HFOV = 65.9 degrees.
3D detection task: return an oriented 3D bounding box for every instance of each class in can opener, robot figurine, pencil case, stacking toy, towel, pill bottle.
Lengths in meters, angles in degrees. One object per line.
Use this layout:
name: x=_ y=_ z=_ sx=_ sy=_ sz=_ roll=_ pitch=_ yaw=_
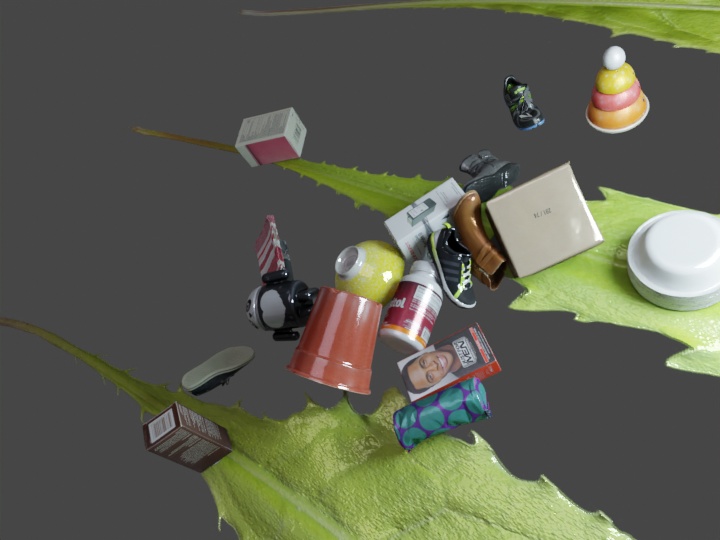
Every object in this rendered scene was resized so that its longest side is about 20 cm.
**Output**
can opener: x=-0.227 y=-0.018 z=1.558 sx=0.053 sy=0.067 sz=0.202 roll=-26 pitch=48 yaw=10
robot figurine: x=-0.200 y=0.092 z=1.435 sx=0.197 sy=0.125 sz=0.152 roll=-8 pitch=56 yaw=22
pencil case: x=0.167 y=0.296 z=1.138 sx=0.198 sy=0.093 sz=0.085 roll=-25 pitch=18 yaw=12
stacking toy: x=0.607 y=-0.442 z=1.320 sx=0.144 sy=0.200 sz=0.148 roll=-13 pitch=55 yaw=19
towel: x=-0.259 y=-0.038 z=1.561 sx=0.145 sy=0.022 sz=0.202 roll=-58 pitch=39 yaw=41
pill bottle: x=0.125 y=0.085 z=1.281 sx=0.112 sy=0.113 sz=0.202 roll=10 pitch=64 yaw=32

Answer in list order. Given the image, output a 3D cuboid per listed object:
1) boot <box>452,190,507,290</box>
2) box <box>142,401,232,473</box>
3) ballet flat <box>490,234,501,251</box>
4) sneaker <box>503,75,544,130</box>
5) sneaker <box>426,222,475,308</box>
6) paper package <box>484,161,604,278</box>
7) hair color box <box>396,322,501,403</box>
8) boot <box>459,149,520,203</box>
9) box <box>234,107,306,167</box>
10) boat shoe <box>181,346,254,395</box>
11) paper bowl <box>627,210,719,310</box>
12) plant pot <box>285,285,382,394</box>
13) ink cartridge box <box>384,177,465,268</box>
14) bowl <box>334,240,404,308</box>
boot: x=0.277 y=-0.067 z=1.257 sx=0.073 sy=0.202 sz=0.155 roll=-20 pitch=43 yaw=-15
box: x=-0.398 y=0.391 z=1.292 sx=0.099 sy=0.201 sz=0.075 roll=-34 pitch=48 yaw=2
ballet flat: x=0.386 y=-0.116 z=1.309 sx=0.198 sy=0.064 sz=0.068 roll=-30 pitch=48 yaw=7
sneaker: x=0.430 y=-0.452 z=1.495 sx=0.070 sy=0.083 sz=0.202 roll=-24 pitch=52 yaw=11
sneaker: x=0.218 y=-0.009 z=1.254 sx=0.071 sy=0.202 sz=0.082 roll=-28 pitch=1 yaw=-44
paper package: x=0.398 y=-0.104 z=1.223 sx=0.198 sy=0.103 sz=0.193 roll=-24 pitch=84 yaw=9
hair color box: x=0.189 y=0.208 z=1.200 sx=0.198 sy=0.061 sz=0.102 roll=-29 pitch=52 yaw=8
boot: x=0.297 y=-0.240 z=1.413 sx=0.198 sy=0.071 sz=0.131 roll=-25 pitch=42 yaw=-31
box: x=-0.296 y=-0.440 z=1.844 sx=0.197 sy=0.109 sz=0.129 roll=-6 pitch=57 yaw=24
boat shoe: x=-0.366 y=0.263 z=1.452 sx=0.198 sy=0.063 sz=0.075 roll=-29 pitch=44 yaw=-12
paper bowl: x=0.638 y=-0.031 z=1.099 sx=0.198 sy=0.105 sz=0.203 roll=-13 pitch=56 yaw=19
plant pot: x=-0.046 y=0.149 z=1.236 sx=0.199 sy=0.200 sz=0.198 roll=12 pitch=83 yaw=32
ink cartridge box: x=0.176 y=-0.106 z=1.359 sx=0.199 sy=0.146 sz=0.085 roll=-33 pitch=51 yaw=5
bowl: x=0.000 y=0.000 z=1.369 sx=0.199 sy=0.107 sz=0.202 roll=-29 pitch=43 yaw=31
